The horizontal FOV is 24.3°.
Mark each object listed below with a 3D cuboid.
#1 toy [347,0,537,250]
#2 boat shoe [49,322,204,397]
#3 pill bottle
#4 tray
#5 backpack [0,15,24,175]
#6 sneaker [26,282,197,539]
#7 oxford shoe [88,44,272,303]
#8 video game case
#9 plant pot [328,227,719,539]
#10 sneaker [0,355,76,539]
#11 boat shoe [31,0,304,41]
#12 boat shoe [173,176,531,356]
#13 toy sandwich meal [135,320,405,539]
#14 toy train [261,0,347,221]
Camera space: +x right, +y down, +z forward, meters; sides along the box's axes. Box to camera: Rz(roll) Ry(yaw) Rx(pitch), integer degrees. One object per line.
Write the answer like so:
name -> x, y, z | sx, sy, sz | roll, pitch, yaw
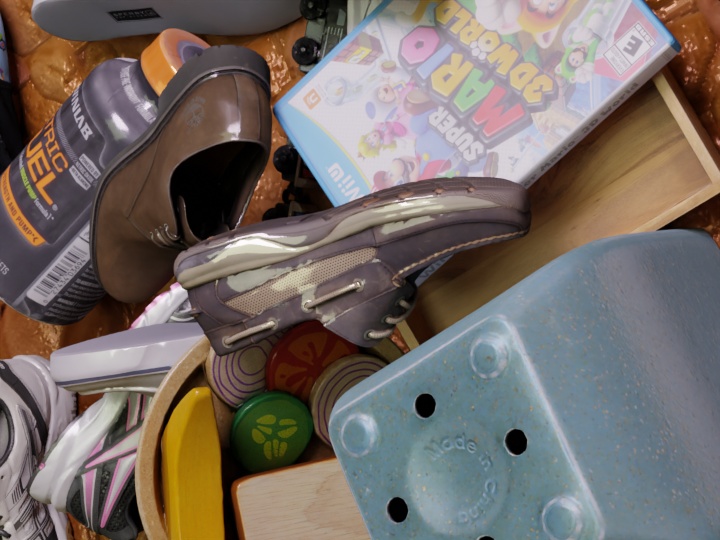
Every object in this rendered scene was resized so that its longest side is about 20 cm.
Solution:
toy -> 0.052, -0.115, 0.974 | 0.114, 0.047, 0.201 | 2, 98, 21
boat shoe -> -0.085, 0.067, 1.008 | 0.199, 0.071, 0.070 | -6, 97, -5
pill bottle -> -0.161, -0.064, 1.087 | 0.200, 0.106, 0.106 | -44, 64, 23
tray -> 0.094, -0.039, 0.925 | 0.199, 0.037, 0.099 | -32, 86, 20
backpack -> -0.336, -0.122, 1.196 | 0.182, 0.134, 0.201 | -20, 73, 31
sneaker -> -0.124, 0.090, 1.082 | 0.086, 0.080, 0.200 | 37, 106, 6
oxford shoe -> -0.111, -0.036, 0.991 | 0.200, 0.072, 0.085 | -56, 36, 43
video game case -> 0.057, -0.103, 0.911 | 0.200, 0.018, 0.143 | -42, 62, 16
plant pot -> 0.097, 0.098, 0.841 | 0.196, 0.200, 0.197 | -33, 68, 27
sneaker -> -0.247, 0.159, 1.141 | 0.075, 0.087, 0.201 | -4, 86, 32
boat shoe -> -0.121, -0.194, 1.091 | 0.198, 0.074, 0.068 | -3, 65, 28
boat shoe -> 0.000, 0.000, 0.880 | 0.199, 0.074, 0.074 | -12, 98, 24
toy sandwich meal -> -0.032, 0.120, 0.943 | 0.070, 0.204, 0.207 | -169, 86, -69
toy train -> -0.028, -0.076, 1.042 | 0.046, 0.034, 0.201 | 11, 92, 22
